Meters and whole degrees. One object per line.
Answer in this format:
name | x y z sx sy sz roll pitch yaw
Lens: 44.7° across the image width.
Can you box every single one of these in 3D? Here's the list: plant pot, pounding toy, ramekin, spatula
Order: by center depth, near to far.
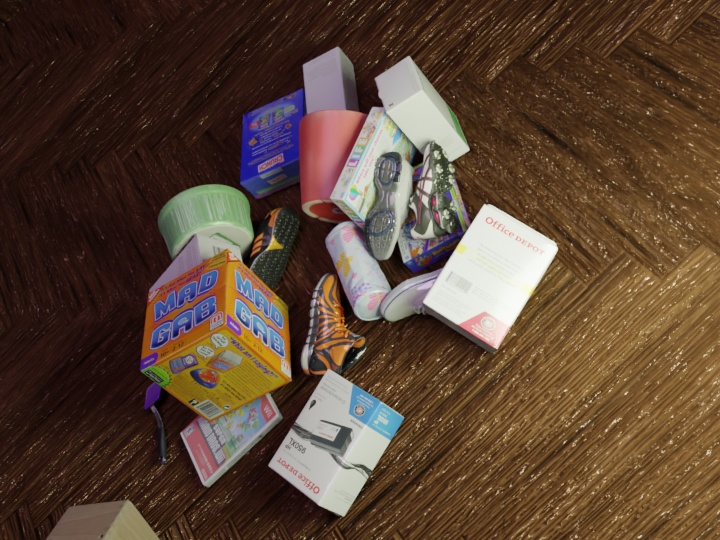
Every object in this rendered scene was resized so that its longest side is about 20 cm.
pounding toy | -0.447 0.542 1.583 0.183 0.201 0.142 -13 28 28
plant pot | -0.036 -0.197 1.738 0.200 0.200 0.178 -4 72 33
spatula | -0.416 0.310 1.796 0.056 0.021 0.201 -41 49 24
ramekin | -0.321 -0.080 1.854 0.199 0.200 0.098 -31 57 16

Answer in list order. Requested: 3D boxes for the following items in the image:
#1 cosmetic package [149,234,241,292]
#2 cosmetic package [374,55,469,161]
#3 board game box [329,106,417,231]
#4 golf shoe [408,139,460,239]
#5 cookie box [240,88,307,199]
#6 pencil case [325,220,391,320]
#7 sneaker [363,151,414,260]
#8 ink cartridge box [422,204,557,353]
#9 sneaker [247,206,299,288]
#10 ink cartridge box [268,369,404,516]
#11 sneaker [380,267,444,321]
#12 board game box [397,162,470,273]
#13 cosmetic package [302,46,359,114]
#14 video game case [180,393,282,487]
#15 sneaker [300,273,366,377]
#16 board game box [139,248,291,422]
cosmetic package | -0.340 0.026 1.810 0.200 0.107 0.085 -46 45 32
cosmetic package | 0.118 -0.297 1.672 0.085 0.200 0.108 -29 51 17
board game box | 0.029 -0.186 1.651 0.034 0.134 0.201 12 70 39
golf shoe | 0.125 -0.150 1.605 0.088 0.077 0.201 -21 52 32
cookie box | -0.181 -0.282 1.954 0.170 0.075 0.201 -19 54 25
pencil case | 0.000 0.000 1.654 0.083 0.090 0.201 -47 44 26
sneaker | 0.065 -0.115 1.628 0.074 0.087 0.201 12 90 37
ink cartridge box | 0.216 0.014 1.460 0.145 0.083 0.200 32 83 12
sneaker | -0.196 -0.039 1.836 0.090 0.070 0.201 2 66 58
ink cartridge box | -0.043 0.295 1.505 0.144 0.084 0.201 25 80 42
sneaker | 0.126 0.048 1.545 0.199 0.073 0.071 -28 48 18
board game box | 0.128 -0.111 1.658 0.134 0.045 0.201 -28 51 18
cosmetic package | -0.064 -0.389 1.942 0.101 0.074 0.201 -22 55 23
video game case | -0.252 0.301 1.692 0.200 0.017 0.143 -43 47 5
sneaker | -0.036 0.104 1.633 0.112 0.078 0.201 1 75 30
board game box | -0.271 0.126 1.668 0.199 0.200 0.200 -28 40 18
